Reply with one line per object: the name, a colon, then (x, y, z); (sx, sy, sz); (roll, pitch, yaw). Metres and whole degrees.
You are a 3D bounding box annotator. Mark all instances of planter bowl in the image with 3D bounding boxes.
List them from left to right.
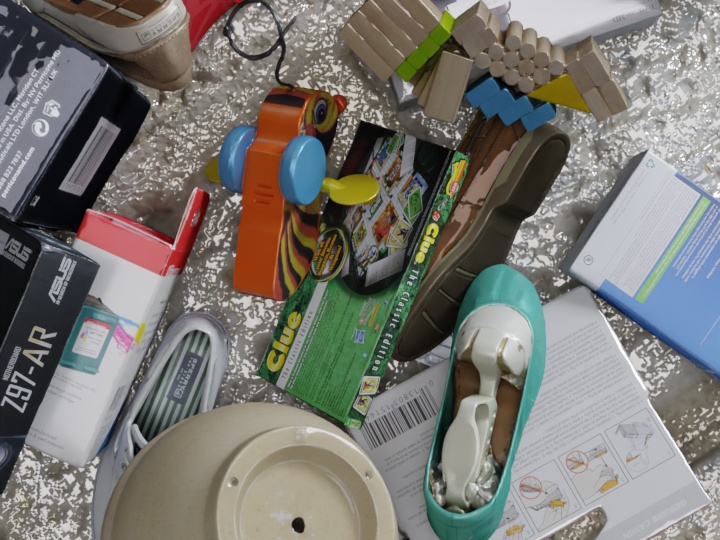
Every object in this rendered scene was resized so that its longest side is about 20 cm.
planter bowl: (-0.056, 0.173, 0.930); (0.198, 0.135, 0.203); (8, 69, -21)

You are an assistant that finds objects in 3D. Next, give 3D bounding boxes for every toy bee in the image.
toy bee: (-0.040, -0.084, 1.019); (0.130, 0.108, 0.201); (33, 118, 18)

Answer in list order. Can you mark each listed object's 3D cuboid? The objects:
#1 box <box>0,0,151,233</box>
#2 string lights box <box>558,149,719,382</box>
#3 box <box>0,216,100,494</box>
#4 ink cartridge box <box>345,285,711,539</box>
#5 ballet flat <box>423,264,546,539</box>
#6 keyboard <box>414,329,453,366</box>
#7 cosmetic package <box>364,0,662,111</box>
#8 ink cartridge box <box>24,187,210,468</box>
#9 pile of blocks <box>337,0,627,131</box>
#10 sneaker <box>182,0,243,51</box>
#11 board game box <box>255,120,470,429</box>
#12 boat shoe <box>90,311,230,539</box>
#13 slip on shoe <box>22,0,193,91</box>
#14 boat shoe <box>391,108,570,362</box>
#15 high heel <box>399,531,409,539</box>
box: (-0.261, -0.127, 0.965); (0.199, 0.197, 0.118); (32, 89, 0)
string lights box: (0.254, 0.014, 1.039); (0.199, 0.059, 0.103); (35, 90, -1)
box: (-0.262, 0.039, 0.973); (0.043, 0.199, 0.162); (23, 91, -37)
ink cartridge box: (0.114, 0.134, 1.012); (0.198, 0.045, 0.177); (-28, 73, -4)
ballet flat: (0.085, 0.084, 0.971); (0.067, 0.070, 0.202); (9, 73, 11)
keyboard: (0.088, 0.054, 1.062); (0.198, 0.011, 0.057); (22, 90, -1)
cosmetic package: (0.108, -0.187, 1.041); (0.198, 0.051, 0.083); (-19, 91, 0)
ink cartridge box: (-0.174, 0.026, 1.006); (0.067, 0.116, 0.202); (23, 90, -2)
pile of blocks: (0.085, -0.143, 0.992); (0.198, 0.062, 0.083); (21, 113, 0)
sneaker: (-0.061, -0.225, 1.027); (0.115, 0.078, 0.202); (26, 91, 1)
board game box: (0.000, 0.000, 1.023); (0.104, 0.023, 0.202); (24, 91, 43)
boat shoe: (-0.148, 0.125, 1.032); (0.073, 0.067, 0.202); (15, 90, 0)
slip on shoe: (-0.175, -0.180, 0.995); (0.076, 0.199, 0.061); (-41, 133, -18)
boat shoe: (0.069, -0.030, 1.038); (0.068, 0.072, 0.201); (37, 92, 31)
high heel: (0.083, 0.262, 1.028); (0.198, 0.071, 0.144); (20, 84, 16)
